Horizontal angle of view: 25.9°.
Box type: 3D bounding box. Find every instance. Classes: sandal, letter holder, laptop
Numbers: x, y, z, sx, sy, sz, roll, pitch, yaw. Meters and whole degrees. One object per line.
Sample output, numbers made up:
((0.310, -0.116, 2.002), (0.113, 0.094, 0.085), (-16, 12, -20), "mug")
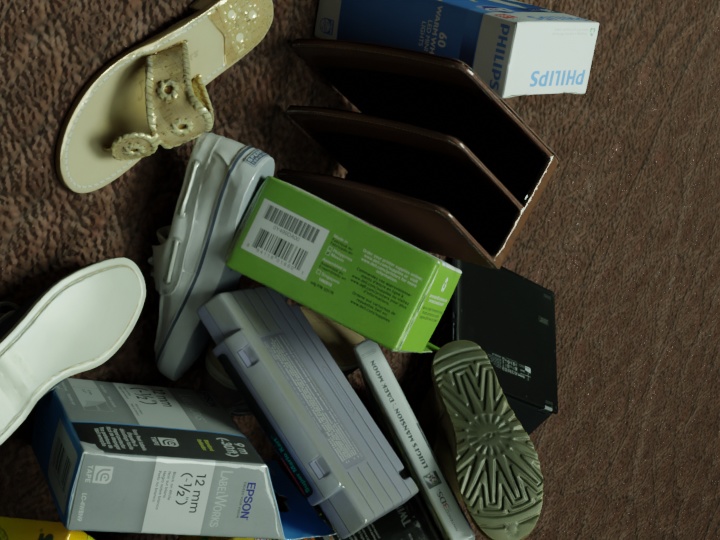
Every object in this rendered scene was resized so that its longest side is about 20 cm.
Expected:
((-0.125, -0.131, 1.125), (0.212, 0.070, 0.078), (-47, 136, -21), "sandal")
((0.022, -0.095, 1.188), (0.142, 0.200, 0.101), (42, 73, -40), "letter holder")
((0.098, 0.102, 1.530), (0.187, 0.116, 0.200), (24, 62, -51), "laptop")

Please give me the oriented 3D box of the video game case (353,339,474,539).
((0.048, 0.163, 1.329), (0.023, 0.182, 0.200), (-26, 162, -4), "video game case")

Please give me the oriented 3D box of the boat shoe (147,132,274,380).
((-0.125, -0.012, 1.188), (0.200, 0.065, 0.074), (-67, 169, 20), "boat shoe")

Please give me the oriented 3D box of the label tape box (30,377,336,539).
((-0.127, 0.137, 1.145), (0.200, 0.143, 0.066), (6, 105, -24), "label tape box")

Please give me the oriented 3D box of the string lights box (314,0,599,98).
((0.071, -0.185, 1.212), (0.103, 0.200, 0.059), (-9, 115, -46), "string lights box")

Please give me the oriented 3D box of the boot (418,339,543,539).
((0.097, 0.161, 1.312), (0.066, 0.175, 0.200), (-11, 159, -6), "boot")

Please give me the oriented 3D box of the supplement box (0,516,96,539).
((-0.219, 0.263, 1.145), (0.200, 0.109, 0.109), (51, 45, -53), "supplement box")

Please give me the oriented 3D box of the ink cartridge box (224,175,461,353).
((0.000, 0.000, 1.213), (0.076, 0.148, 0.200), (-64, 167, 3), "ink cartridge box")

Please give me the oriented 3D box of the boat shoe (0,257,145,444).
((-0.233, 0.059, 1.104), (0.200, 0.062, 0.075), (-50, 122, -31), "boat shoe")

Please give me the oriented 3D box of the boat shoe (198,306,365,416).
((-0.066, 0.079, 1.299), (0.200, 0.072, 0.065), (-12, 142, -58), "boat shoe")

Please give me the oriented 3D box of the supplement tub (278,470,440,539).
((-0.034, 0.251, 1.334), (0.200, 0.123, 0.123), (-27, 131, -4), "supplement tub")

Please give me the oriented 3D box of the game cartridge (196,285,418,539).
((-0.040, 0.102, 1.181), (0.038, 0.200, 0.130), (-37, 170, 22), "game cartridge")

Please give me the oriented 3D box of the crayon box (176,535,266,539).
((-0.114, 0.268, 1.177), (0.200, 0.051, 0.127), (-51, 136, -50), "crayon box")
